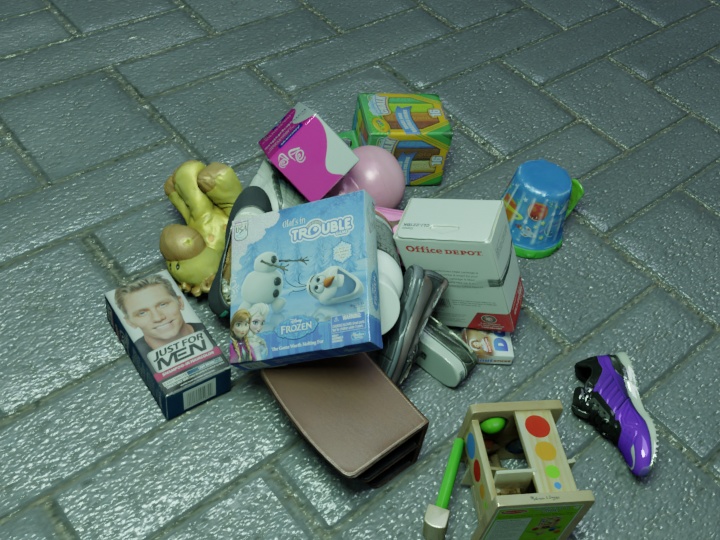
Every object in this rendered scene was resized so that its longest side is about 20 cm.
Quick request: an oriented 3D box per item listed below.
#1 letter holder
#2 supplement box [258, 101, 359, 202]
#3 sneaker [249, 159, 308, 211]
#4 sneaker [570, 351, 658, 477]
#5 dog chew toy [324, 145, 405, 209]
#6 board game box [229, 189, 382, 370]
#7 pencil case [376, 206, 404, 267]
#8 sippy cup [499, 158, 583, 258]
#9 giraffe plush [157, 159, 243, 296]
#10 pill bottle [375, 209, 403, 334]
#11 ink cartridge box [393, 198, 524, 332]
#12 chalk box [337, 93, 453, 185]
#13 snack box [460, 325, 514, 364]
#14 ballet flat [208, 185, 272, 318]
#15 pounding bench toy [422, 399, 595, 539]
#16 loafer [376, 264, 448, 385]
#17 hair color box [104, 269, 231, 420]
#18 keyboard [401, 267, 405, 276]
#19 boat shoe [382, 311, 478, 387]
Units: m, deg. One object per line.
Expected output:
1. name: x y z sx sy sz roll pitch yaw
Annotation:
1. letter holder: -0.032 0.189 1.039 0.141 0.101 0.200 -28 58 -29
2. supplement box: -0.086 -0.189 1.247 0.101 0.103 0.200 -44 21 3
3. sneaker: -0.142 -0.112 1.271 0.074 0.087 0.200 37 6 -21
4. sneaker: 0.352 0.206 1.124 0.098 0.070 0.201 -1 44 -2
5. dog chew toy: -0.024 -0.123 1.313 0.199 0.125 0.125 -31 58 -15
6. board game box: -0.073 0.014 1.006 0.198 0.043 0.201 -12 67 22
7. pencil case: 0.046 -0.059 1.249 0.198 0.094 0.091 7 28 -14
8. sippy cup: 0.299 -0.114 1.355 0.139 0.131 0.178 24 48 11
9. giraffe plush: -0.242 -0.045 1.199 0.200 0.172 0.163 45 59 -15
10. pill bottle: 0.000 0.000 1.109 0.115 0.117 0.201 5 30 -6
11. ink cartridge box: 0.148 -0.008 1.150 0.143 0.201 0.084 4 52 26
12. chalk box: 0.049 -0.236 1.423 0.198 0.125 0.126 -3 48 -13
13. snack box: 0.191 0.060 1.247 0.071 0.024 0.201 3 47 -6
14. ballet flat: -0.164 -0.028 1.124 0.072 0.073 0.202 15 79 3
15. pounding bench toy: 0.162 0.253 0.998 0.198 0.125 0.157 -1 48 -11
16. loafer: 0.070 0.095 1.101 0.062 0.202 0.072 15 6 -14
17. hair color box: -0.271 0.099 1.101 0.099 0.061 0.200 -23 55 -29
18. keyboard: 0.024 0.007 1.268 0.198 0.021 0.128 4 47 -6
19. boat shoe: 0.087 0.089 1.177 0.200 0.071 0.064 42 53 16
